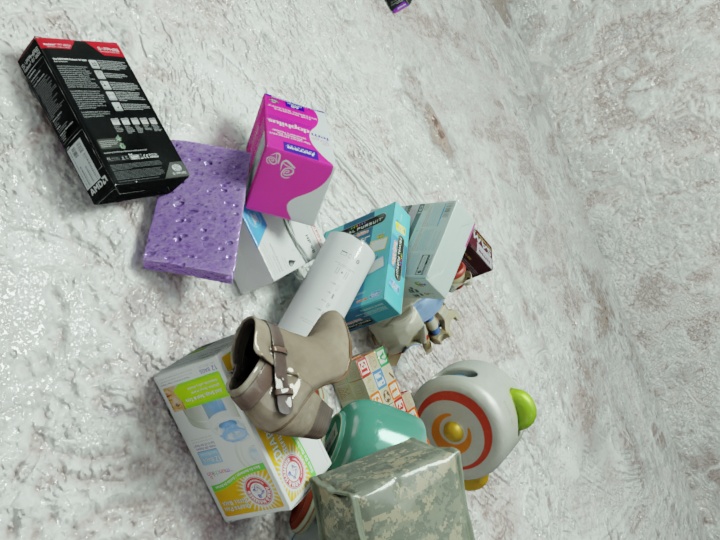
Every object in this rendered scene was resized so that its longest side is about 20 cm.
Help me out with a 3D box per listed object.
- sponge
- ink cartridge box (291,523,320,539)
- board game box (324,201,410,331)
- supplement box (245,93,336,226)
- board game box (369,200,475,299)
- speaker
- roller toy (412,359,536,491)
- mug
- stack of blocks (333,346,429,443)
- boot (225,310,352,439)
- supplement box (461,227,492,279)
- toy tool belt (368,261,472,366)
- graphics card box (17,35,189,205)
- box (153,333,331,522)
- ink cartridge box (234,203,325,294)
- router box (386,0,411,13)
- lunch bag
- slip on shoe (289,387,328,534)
[{"bbox_3d":[-0.208,-0.081,0.925,0.111,0.030,0.200,9,57,-10],"label":"sponge"},{"bbox_3d":[-0.031,0.441,0.888,0.200,0.086,0.146,59,33,-12],"label":"ink cartridge box"},{"bbox_3d":[0.000,0.000,1.130,0.047,0.151,0.200,44,40,-35],"label":"board game box"},{"bbox_3d":[-0.105,-0.164,1.028,0.101,0.103,0.200,14,32,-18],"label":"supplement box"},{"bbox_3d":[0.075,-0.033,1.179,0.064,0.200,0.148,42,63,-36],"label":"board game box"},{"bbox_3d":[-0.055,0.044,1.027,0.081,0.081,0.200,44,61,-34],"label":"speaker"},{"bbox_3d":[0.180,0.258,1.222,0.182,0.200,0.140,38,26,18],"label":"roller toy"},{"bbox_3d":[0.002,0.270,0.976,0.114,0.152,0.185,24,57,-13],"label":"mug"},{"bbox_3d":[0.035,0.228,1.134,0.115,0.058,0.200,-20,88,-58],"label":"stack of blocks"},{"bbox_3d":[-0.082,0.096,0.820,0.146,0.070,0.200,43,36,-35],"label":"boot"},{"bbox_3d":[0.125,-0.017,1.280,0.109,0.200,0.061,43,39,-35],"label":"supplement box"},{"bbox_3d":[0.108,0.078,1.227,0.125,0.200,0.123,40,-24,51],"label":"toy tool belt"},{"bbox_3d":[-0.305,-0.181,0.853,0.200,0.051,0.125,59,31,4],"label":"graphics card box"},{"bbox_3d":[-0.138,0.183,0.853,0.101,0.112,0.200,-35,102,-58],"label":"box"},{"bbox_3d":[-0.121,-0.055,1.060,0.200,0.067,0.116,-34,99,-57],"label":"ink cartridge box"},{"bbox_3d":[0.087,-0.761,1.801,0.149,0.051,0.200,53,35,-26],"label":"router box"},{"bbox_3d":[0.045,0.322,0.842,0.164,0.117,0.200,-13,94,-33],"label":"lunch bag"},{"bbox_3d":[-0.083,0.248,0.950,0.061,0.074,0.200,14,60,-22],"label":"slip on shoe"}]
